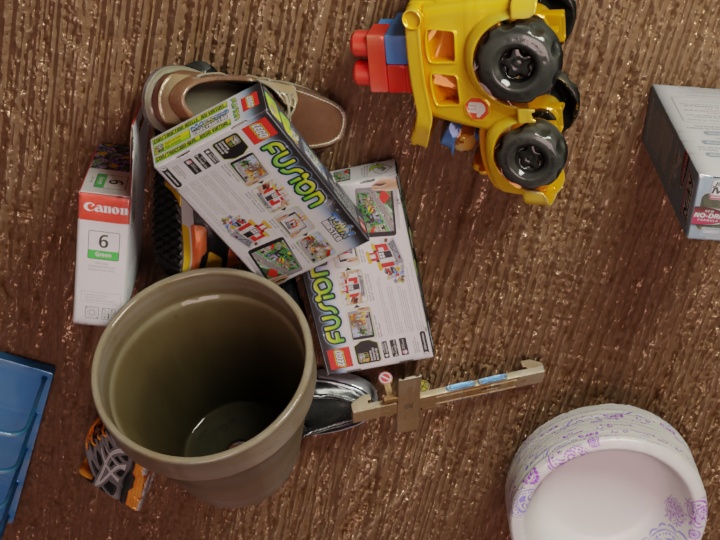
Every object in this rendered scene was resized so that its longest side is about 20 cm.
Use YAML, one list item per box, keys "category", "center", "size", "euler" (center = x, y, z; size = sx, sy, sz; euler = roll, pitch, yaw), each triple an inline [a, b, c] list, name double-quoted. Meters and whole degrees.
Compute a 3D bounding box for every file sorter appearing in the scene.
- category: "file sorter"
  center: [-0.405, 0.190, 1.383]
  size: [0.138, 0.123, 0.201]
  euler: [16, 116, -9]

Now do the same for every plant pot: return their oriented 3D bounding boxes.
- category: "plant pot"
  center: [-0.126, 0.127, 1.262]
  size: [0.198, 0.201, 0.174]
  euler: [-9, 143, 4]

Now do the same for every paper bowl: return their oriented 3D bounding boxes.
- category: "paper bowl"
  center: [0.247, 0.227, 1.416]
  size: [0.199, 0.105, 0.202]
  euler: [0, 119, 0]

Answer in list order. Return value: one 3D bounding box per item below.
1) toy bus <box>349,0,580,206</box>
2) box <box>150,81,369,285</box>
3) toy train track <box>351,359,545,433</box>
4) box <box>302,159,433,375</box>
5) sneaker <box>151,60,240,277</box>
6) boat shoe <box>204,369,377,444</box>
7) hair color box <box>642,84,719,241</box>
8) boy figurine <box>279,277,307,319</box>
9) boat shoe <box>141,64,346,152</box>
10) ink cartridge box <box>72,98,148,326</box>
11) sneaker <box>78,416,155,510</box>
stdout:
- category: "toy bus"
  center: [0.091, -0.163, 1.204]
  size: [0.190, 0.136, 0.201]
  euler: [-1, 121, 15]
- category: "box"
  center: [-0.083, -0.067, 1.196]
  size: [0.109, 0.035, 0.200]
  euler: [-25, 140, 12]
- category: "toy train track"
  center: [0.085, 0.114, 1.386]
  size: [0.198, 0.033, 0.115]
  euler: [-11, 148, -7]
- category: "box"
  center: [0.000, 0.000, 1.325]
  size: [0.109, 0.035, 0.201]
  euler: [-10, 118, 5]
- category: "sneaker"
  center: [-0.138, -0.094, 1.275]
  size: [0.089, 0.070, 0.202]
  euler: [-5, 109, -37]
- category: "boat shoe"
  center: [-0.081, 0.145, 1.391]
  size: [0.198, 0.068, 0.074]
  euler: [2, 118, -2]
- category: "hair color box"
  center: [0.313, -0.095, 1.191]
  size: [0.098, 0.200, 0.061]
  euler: [4, 118, -2]
- category: "boy figurine"
  center: [-0.154, 0.051, 1.344]
  size: [0.198, 0.065, 0.125]
  euler: [-12, 126, 3]
- category: "boat shoe"
  center: [-0.091, -0.134, 1.202]
  size: [0.199, 0.072, 0.076]
  euler: [1, 96, -36]
- category: "ink cartridge box"
  center: [-0.227, -0.062, 1.258]
  size: [0.050, 0.109, 0.201]
  euler: [6, 118, -4]
- category: "sneaker"
  center: [-0.238, 0.170, 1.382]
  size: [0.077, 0.079, 0.201]
  euler: [22, 135, 1]
